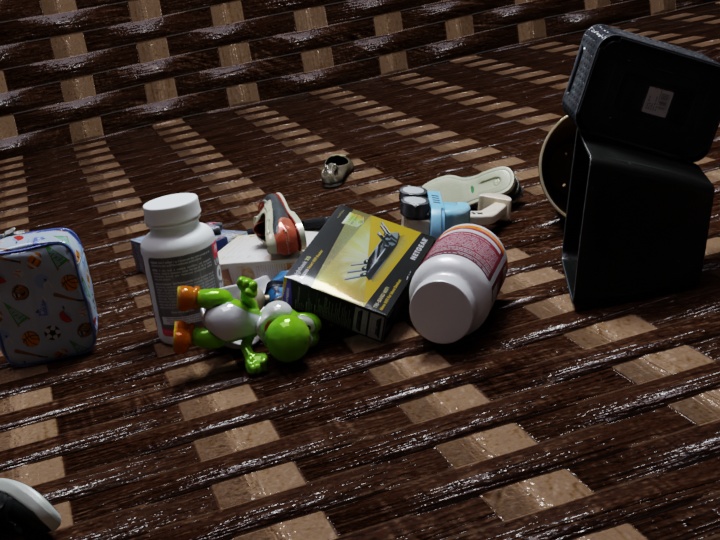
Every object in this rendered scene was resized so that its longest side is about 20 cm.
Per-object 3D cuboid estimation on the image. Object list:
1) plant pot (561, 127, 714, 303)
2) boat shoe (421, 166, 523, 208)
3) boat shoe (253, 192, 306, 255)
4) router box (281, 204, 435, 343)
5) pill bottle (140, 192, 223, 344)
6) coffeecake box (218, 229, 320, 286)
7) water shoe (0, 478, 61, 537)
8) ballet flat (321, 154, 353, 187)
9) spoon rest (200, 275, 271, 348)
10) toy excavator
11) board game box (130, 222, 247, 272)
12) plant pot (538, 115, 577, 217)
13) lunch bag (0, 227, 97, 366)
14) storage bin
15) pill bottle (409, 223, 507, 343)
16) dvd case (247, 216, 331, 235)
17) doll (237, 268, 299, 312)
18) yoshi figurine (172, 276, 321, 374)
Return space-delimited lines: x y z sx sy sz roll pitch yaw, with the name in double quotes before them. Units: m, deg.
"plant pot" 0.380 -0.075 1.632 0.174 0.204 0.200 4 18 3
"boat shoe" 0.196 -0.135 2.137 0.197 0.073 0.067 -8 -20 28
"boat shoe" -0.136 -0.070 1.842 0.062 0.072 0.200 -16 23 -12
"router box" 0.000 0.000 1.664 0.155 0.053 0.201 19 39 13
"pill bottle" -0.258 -0.004 1.722 0.109 0.204 0.111 -8 18 3
"coffeecake box" -0.126 -0.006 1.868 0.196 0.074 0.154 -4 17 19
"water shoe" -0.398 0.263 1.236 0.197 0.072 0.080 3 49 30
"ballet flat" -0.054 -0.225 2.548 0.066 0.047 0.200 -6 18 9
"spoon rest" -0.166 0.052 1.705 0.061 0.099 0.200 -49 -2 24
"toy excavator" 0.158 -0.082 1.948 0.196 0.102 0.195 4 20 -1
"board game box" -0.299 -0.037 2.080 0.198 0.063 0.199 6 24 39
"plant pot" 0.374 -0.171 1.975 0.183 0.190 0.200 -9 4 1
"lunch bag" -0.471 0.035 1.721 0.157 0.203 0.076 -10 26 -4
"storage bin" 0.393 -0.244 1.632 0.196 0.137 0.094 14 19 -7
"pill bottle" 0.129 0.019 1.587 0.111 0.115 0.200 -4 18 18
"dvd case" -0.076 -0.069 1.995 0.198 0.018 0.141 -6 -5 44
"doll" -0.078 0.036 1.687 0.196 0.049 0.137 -6 39 -17
"yoshi figurine" -0.147 0.075 1.561 0.196 0.113 0.114 6 54 -9
